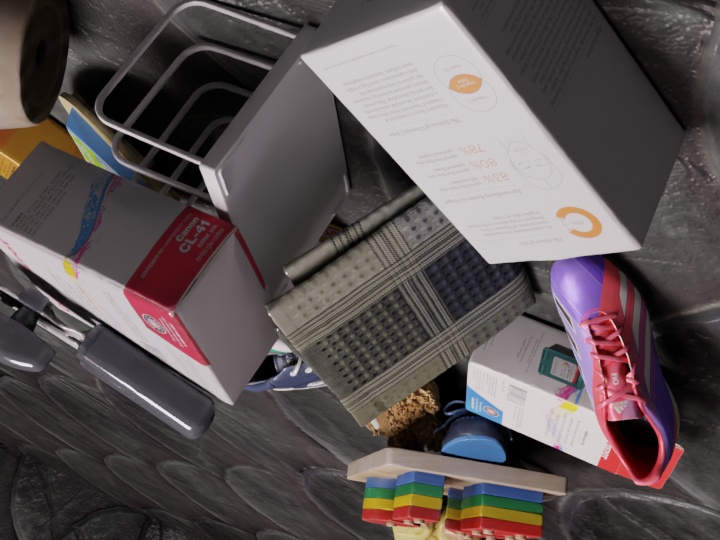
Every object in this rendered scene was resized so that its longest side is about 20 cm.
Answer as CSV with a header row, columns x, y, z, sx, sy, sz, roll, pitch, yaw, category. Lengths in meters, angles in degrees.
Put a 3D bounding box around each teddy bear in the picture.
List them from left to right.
x,y,z,sx,sy,sz,roll,pitch,yaw,category
0.046,0.151,1.163,0.145,0.067,0.201,40,154,38,teddy bear

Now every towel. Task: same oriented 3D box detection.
x,y,z,sx,sy,sz,roll,pitch,yaw,category
0.036,0.022,0.831,0.035,0.199,0.193,54,178,43,towel

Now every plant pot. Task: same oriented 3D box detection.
x,y,z,sx,sy,sz,roll,pitch,yaw,category
-0.338,-0.190,0.831,0.172,0.201,0.200,11,154,-1,plant pot

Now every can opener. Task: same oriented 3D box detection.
x,y,z,sx,sy,sz,roll,pitch,yaw,category
-0.211,0.079,0.802,0.199,0.067,0.053,34,161,2,can opener

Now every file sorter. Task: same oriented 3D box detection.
x,y,z,sx,sy,sz,roll,pitch,yaw,category
-0.103,-0.090,0.803,0.124,0.139,0.200,24,155,19,file sorter

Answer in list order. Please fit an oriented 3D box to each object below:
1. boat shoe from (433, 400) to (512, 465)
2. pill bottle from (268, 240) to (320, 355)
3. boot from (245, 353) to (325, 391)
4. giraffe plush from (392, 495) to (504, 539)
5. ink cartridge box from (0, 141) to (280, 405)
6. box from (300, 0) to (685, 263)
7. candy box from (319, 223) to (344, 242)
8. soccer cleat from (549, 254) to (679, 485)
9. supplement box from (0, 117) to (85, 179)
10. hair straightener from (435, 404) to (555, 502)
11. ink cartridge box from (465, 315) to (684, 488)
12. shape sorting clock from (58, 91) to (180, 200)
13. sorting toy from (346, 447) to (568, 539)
x,y,z,sx,sy,sz,roll,pitch,yaw,category
0.120,0.173,1.103,0.084,0.069,0.200,7,163,4,boat shoe
-0.111,0.028,0.997,0.113,0.113,0.200,39,156,-21,pill bottle
-0.039,0.089,1.062,0.199,0.073,0.090,-26,166,40,boot
0.118,0.332,1.347,0.172,0.162,0.200,38,133,-3,giraffe plush
-0.171,0.001,0.788,0.199,0.086,0.148,25,157,25,ink cartridge box
0.085,-0.105,0.622,0.124,0.098,0.200,-5,138,50,box
0.000,0.000,0.988,0.199,0.027,0.102,22,157,15,candy box
0.202,0.075,0.808,0.068,0.073,0.201,-16,112,26,soccer cleat
-0.299,-0.092,1.082,0.200,0.067,0.069,36,154,-12,supplement box
0.155,0.227,1.247,0.199,0.041,0.077,28,155,-8,hair straightener
0.201,0.119,0.951,0.199,0.067,0.116,22,154,15,ink cartridge box
-0.211,-0.091,0.972,0.200,0.039,0.200,41,170,9,shape sorting clock
0.098,0.256,1.141,0.199,0.070,0.199,11,162,-10,sorting toy
